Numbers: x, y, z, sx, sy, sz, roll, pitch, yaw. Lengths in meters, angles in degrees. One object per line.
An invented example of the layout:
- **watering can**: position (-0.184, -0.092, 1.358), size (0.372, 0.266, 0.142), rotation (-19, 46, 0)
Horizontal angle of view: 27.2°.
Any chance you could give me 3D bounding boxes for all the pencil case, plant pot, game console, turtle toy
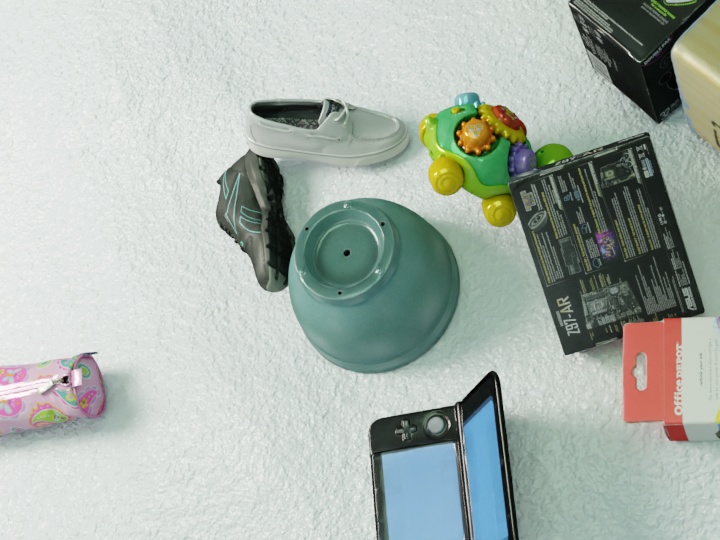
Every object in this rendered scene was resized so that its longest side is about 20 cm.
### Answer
- **pencil case**: position (-0.406, 0.151, 1.792), size (0.198, 0.087, 0.088), rotation (-10, 66, 16)
- **plant pot**: position (0.000, 0.000, 1.684), size (0.199, 0.134, 0.202), rotation (-7, 66, 17)
- **game console**: position (0.084, 0.227, 1.572), size (0.174, 0.116, 0.202), rotation (-11, 65, 14)
- **turtle toy**: position (0.156, -0.127, 1.674), size (0.101, 0.199, 0.146), rotation (-52, 23, 24)

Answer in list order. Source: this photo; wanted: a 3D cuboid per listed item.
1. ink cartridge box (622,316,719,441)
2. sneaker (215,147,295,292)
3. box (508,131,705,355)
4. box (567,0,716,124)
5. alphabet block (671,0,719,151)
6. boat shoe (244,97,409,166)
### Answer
- **ink cartridge box**: position (0.375, 0.113, 1.544), size (0.198, 0.067, 0.117), rotation (-3, 67, 18)
- **sneaker**: position (-0.127, -0.053, 1.795), size (0.079, 0.075, 0.201), rotation (-24, 54, 19)
- **box**: position (0.264, -0.028, 1.597), size (0.159, 0.044, 0.201), rotation (-19, 98, 12)
- **box**: position (0.357, -0.298, 1.674), size (0.200, 0.149, 0.124), rotation (-42, 60, -1)
- **alphabet block**: position (0.472, -0.202, 1.571), size (0.196, 0.195, 0.200), rotation (-46, 63, -1)
- **boat shoe**: position (-0.040, -0.177, 1.784), size (0.198, 0.069, 0.072), rotation (7, 54, 4)
